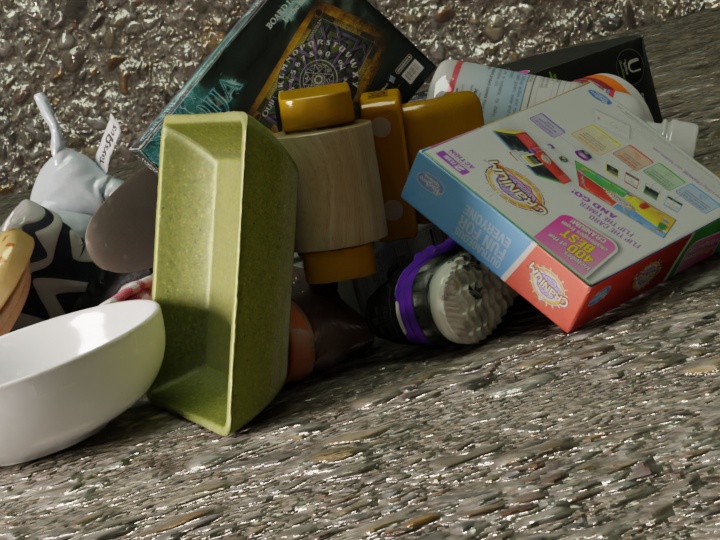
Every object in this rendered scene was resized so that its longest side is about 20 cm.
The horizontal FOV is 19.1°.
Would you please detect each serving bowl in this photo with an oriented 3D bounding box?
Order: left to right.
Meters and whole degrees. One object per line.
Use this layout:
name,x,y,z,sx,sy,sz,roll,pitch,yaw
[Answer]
serving bowl,-0.218,0.084,1.424,0.200,0.066,0.200,-18,9,3

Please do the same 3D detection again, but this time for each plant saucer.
plant saucer,-0.088,-0.002,1.397,0.048,0.200,0.200,2,3,-20

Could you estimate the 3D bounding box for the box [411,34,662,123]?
box,0.151,-0.123,1.918,0.200,0.125,0.148,-20,10,-31

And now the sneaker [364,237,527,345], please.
sneaker,0.070,0.001,1.459,0.099,0.070,0.200,-12,9,36

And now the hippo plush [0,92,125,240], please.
hippo plush,-0.256,-0.018,1.905,0.159,0.200,0.161,18,38,11

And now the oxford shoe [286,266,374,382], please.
oxford shoe,-0.056,0.027,1.490,0.073,0.071,0.200,-9,23,-23

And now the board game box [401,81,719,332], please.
board game box,0.147,-0.048,1.429,0.153,0.040,0.200,41,40,24

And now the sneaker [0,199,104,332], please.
sneaker,-0.278,0.044,1.801,0.199,0.129,0.080,-51,19,21

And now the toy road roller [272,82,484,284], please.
toy road roller,0.017,-0.072,1.467,0.146,0.123,0.200,-9,9,2

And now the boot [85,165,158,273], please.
boot,-0.120,-0.066,1.607,0.200,0.074,0.075,-36,9,-7

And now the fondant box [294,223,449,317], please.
fondant box,0.000,0.000,1.623,0.144,0.058,0.200,-9,10,38

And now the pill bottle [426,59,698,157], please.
pill bottle,0.146,-0.088,1.593,0.200,0.109,0.109,12,13,6

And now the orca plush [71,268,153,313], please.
orca plush,-0.182,-0.004,1.696,0.200,0.071,0.105,-37,-6,22

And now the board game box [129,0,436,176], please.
board game box,-0.055,-0.119,1.558,0.200,0.135,0.028,-51,18,-11

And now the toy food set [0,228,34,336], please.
toy food set,-0.332,0.048,1.658,0.198,0.049,0.200,-53,26,-14

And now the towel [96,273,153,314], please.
towel,-0.158,0.032,1.624,0.200,0.030,0.146,-29,-9,-46

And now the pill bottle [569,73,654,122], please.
pill bottle,0.139,-0.088,1.759,0.200,0.110,0.110,-19,10,-29
